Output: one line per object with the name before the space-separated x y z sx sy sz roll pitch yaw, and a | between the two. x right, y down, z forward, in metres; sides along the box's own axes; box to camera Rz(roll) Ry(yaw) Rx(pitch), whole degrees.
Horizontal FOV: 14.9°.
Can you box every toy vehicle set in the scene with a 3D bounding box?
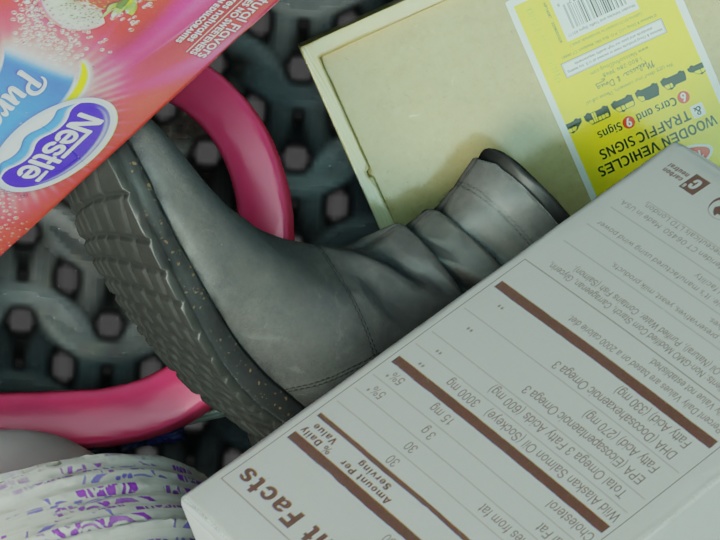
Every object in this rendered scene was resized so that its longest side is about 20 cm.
toy vehicle set | 0.093 -0.061 0.948 0.199 0.027 0.125 -23 97 2

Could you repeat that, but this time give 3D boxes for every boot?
boot | 0.000 0.000 0.890 0.132 0.070 0.200 -41 116 -15

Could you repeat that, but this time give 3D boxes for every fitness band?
fitness band | -0.121 -0.010 0.931 0.199 0.037 0.144 -2 89 4

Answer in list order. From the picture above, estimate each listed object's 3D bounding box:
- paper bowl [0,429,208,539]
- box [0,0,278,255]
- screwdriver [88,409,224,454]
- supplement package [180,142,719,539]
paper bowl | -0.126 0.130 0.890 0.200 0.201 0.105 -36 62 3
box | -0.115 -0.083 0.807 0.095 0.100 0.200 21 134 -37
screwdriver | -0.045 0.051 0.946 0.199 0.028 0.029 -9 57 9
supplement package | 0.067 0.078 0.824 0.200 0.117 0.117 -36 137 -18
